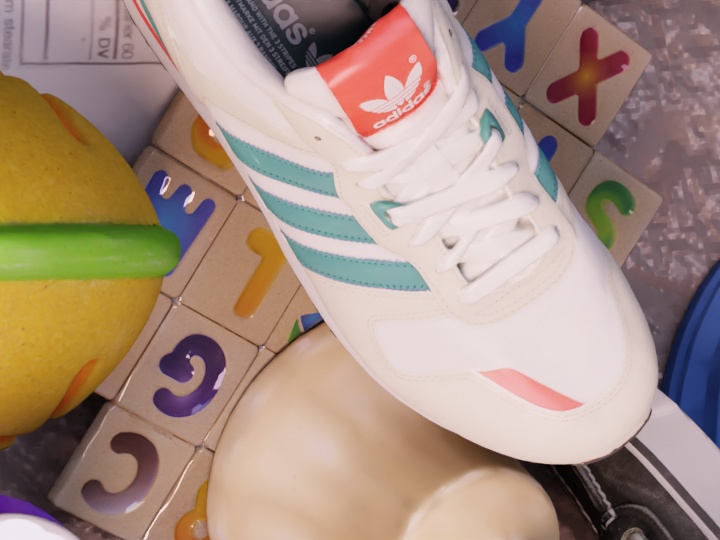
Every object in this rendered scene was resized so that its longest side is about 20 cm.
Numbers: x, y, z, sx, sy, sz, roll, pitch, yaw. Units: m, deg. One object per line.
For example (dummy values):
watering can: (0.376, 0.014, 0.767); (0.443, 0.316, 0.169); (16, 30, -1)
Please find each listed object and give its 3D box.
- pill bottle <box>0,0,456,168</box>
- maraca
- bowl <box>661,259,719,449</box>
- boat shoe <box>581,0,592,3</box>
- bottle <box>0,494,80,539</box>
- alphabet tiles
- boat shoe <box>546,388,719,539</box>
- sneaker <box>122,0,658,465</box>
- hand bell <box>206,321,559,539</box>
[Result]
pill bottle: (-0.080, -0.082, 0.804); (0.199, 0.114, 0.115); (-2, 77, -21)
maraca: (-0.144, -0.002, 0.693); (0.199, 0.137, 0.107); (-1, 86, -6)
bowl: (0.193, 0.064, 0.912); (0.200, 0.039, 0.201); (5, 75, -20)
boat shoe: (0.084, -0.124, 0.900); (0.200, 0.074, 0.060); (-24, 86, -27)
bottle: (-0.105, 0.093, 0.704); (0.083, 0.200, 0.065); (36, 72, -10)
alphabet tiles: (0.000, 0.000, 0.808); (0.166, 0.006, 0.200); (31, 92, -38)
boat shoe: (0.092, 0.096, 0.804); (0.064, 0.200, 0.071); (-31, 130, -7)
sneaker: (0.007, -0.029, 0.713); (0.070, 0.093, 0.200); (-37, 94, -5)
hand bell: (0.050, 0.093, 0.750); (0.104, 0.200, 0.105); (-13, 117, -27)
